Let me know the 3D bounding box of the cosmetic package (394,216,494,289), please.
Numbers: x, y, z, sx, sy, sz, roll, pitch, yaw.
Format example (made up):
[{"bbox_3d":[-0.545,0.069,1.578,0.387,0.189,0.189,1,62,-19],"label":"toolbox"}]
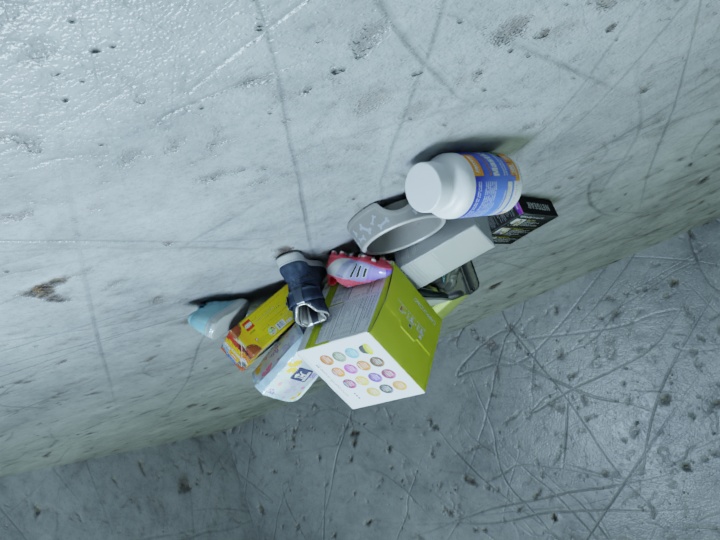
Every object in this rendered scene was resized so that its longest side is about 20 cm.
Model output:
[{"bbox_3d":[0.170,-0.059,1.479,0.200,0.107,0.090,-27,130,24],"label":"cosmetic package"}]

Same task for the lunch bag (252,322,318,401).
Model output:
[{"bbox_3d":[-0.141,0.197,1.583,0.170,0.127,0.200,-49,172,10],"label":"lunch bag"}]

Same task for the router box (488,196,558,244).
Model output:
[{"bbox_3d":[0.367,-0.118,1.706,0.149,0.051,0.200,-33,162,34],"label":"router box"}]

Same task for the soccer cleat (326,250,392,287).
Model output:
[{"bbox_3d":[-0.004,0.005,1.435,0.067,0.077,0.200,8,-178,-37],"label":"soccer cleat"}]

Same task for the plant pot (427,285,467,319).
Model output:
[{"bbox_3d":[0.188,0.049,1.853,0.184,0.201,0.200,-38,161,17],"label":"plant pot"}]

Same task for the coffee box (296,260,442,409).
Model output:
[{"bbox_3d":[0.026,0.137,1.478,0.198,0.200,0.200,-20,-146,36],"label":"coffee box"}]

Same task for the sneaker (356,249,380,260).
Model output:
[{"bbox_3d":[0.000,0.001,1.603,0.108,0.067,0.201,-14,161,11],"label":"sneaker"}]

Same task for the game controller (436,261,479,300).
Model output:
[{"bbox_3d":[0.219,-0.011,1.715,0.104,0.042,0.200,-17,125,12],"label":"game controller"}]

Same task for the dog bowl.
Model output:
[{"bbox_3d":[0.077,-0.091,1.386,0.200,0.059,0.200,-19,165,-5],"label":"dog bowl"}]

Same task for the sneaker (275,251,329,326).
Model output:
[{"bbox_3d":[-0.104,0.048,1.478,0.077,0.146,0.202,-26,167,13],"label":"sneaker"}]

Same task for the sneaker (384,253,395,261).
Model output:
[{"bbox_3d":[0.148,-0.044,1.602,0.200,0.086,0.078,-30,164,35],"label":"sneaker"}]

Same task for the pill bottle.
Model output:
[{"bbox_3d":[0.175,-0.146,1.211,0.200,0.112,0.112,-8,161,-41],"label":"pill bottle"}]

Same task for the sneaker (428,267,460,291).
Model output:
[{"bbox_3d":[0.201,-0.033,1.626,0.079,0.075,0.200,12,126,-6],"label":"sneaker"}]

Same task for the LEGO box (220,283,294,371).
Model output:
[{"bbox_3d":[-0.206,0.121,1.595,0.200,0.077,0.149,-41,176,-28],"label":"LEGO box"}]

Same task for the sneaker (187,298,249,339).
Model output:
[{"bbox_3d":[-0.306,0.088,1.537,0.074,0.082,0.200,-65,170,11],"label":"sneaker"}]

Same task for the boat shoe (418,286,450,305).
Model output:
[{"bbox_3d":[0.141,0.050,1.656,0.073,0.062,0.200,-21,163,40],"label":"boat shoe"}]
